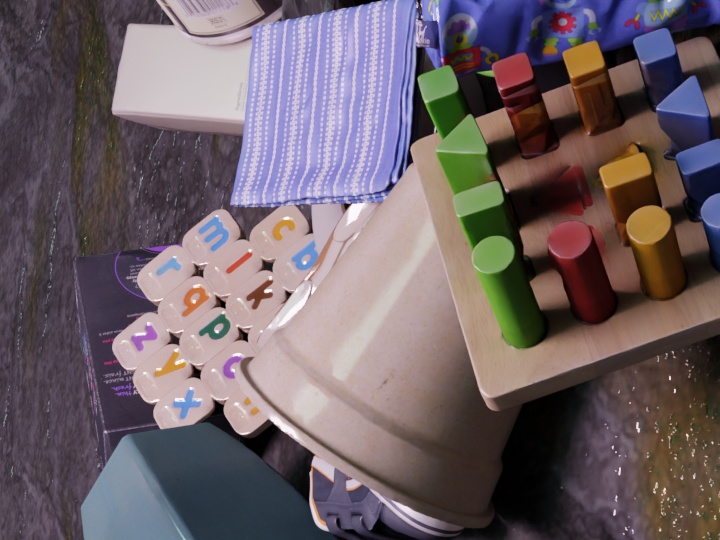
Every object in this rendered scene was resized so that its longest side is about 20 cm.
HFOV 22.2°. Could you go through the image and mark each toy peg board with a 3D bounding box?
[{"bbox_3d":[0.133,-0.053,1.062,0.198,0.098,0.201,-20,53,7],"label":"toy peg board"}]

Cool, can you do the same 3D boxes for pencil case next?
[{"bbox_3d":[0.128,-0.174,1.123,0.087,0.199,0.078,76,-176,-47],"label":"pencil case"}]

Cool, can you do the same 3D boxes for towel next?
[{"bbox_3d":[-0.026,-0.119,1.323,0.199,0.024,0.146,-2,80,50],"label":"towel"}]

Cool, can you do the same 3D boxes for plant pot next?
[{"bbox_3d":[-0.115,0.220,1.383,0.200,0.141,0.142,53,127,28],"label":"plant pot"},{"bbox_3d":[0.047,0.039,1.214,0.184,0.200,0.200,-59,33,8],"label":"plant pot"}]

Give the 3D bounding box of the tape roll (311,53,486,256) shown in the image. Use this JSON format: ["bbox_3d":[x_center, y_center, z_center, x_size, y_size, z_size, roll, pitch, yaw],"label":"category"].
[{"bbox_3d":[0.026,-0.077,1.417,0.203,0.037,0.204,-28,56,52],"label":"tape roll"}]

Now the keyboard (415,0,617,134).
[{"bbox_3d":[0.096,-0.151,1.184,0.021,0.126,0.201,-80,-24,-75],"label":"keyboard"}]

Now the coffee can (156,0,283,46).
[{"bbox_3d":[-0.135,-0.293,1.416,0.146,0.200,0.147,-17,49,20],"label":"coffee can"}]

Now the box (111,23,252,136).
[{"bbox_3d":[-0.105,-0.153,1.494,0.199,0.068,0.083,9,87,37],"label":"box"}]

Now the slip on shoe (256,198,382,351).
[{"bbox_3d":[0.000,0.000,1.345,0.200,0.061,0.076,-53,-7,18],"label":"slip on shoe"}]

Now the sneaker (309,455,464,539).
[{"bbox_3d":[0.018,0.165,1.304,0.080,0.078,0.200,-68,20,7],"label":"sneaker"}]

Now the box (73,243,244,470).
[{"bbox_3d":[-0.175,0.086,1.584,0.106,0.122,0.201,94,164,-46],"label":"box"}]

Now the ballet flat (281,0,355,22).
[{"bbox_3d":[-0.017,-0.156,1.386,0.066,0.057,0.201,-25,70,43],"label":"ballet flat"}]

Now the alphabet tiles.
[{"bbox_3d":[-0.103,0.041,1.496,0.195,0.015,0.200,-39,54,1],"label":"alphabet tiles"}]

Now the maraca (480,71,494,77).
[{"bbox_3d":[0.132,-0.206,1.226,0.199,0.107,0.138,-20,74,29],"label":"maraca"}]
